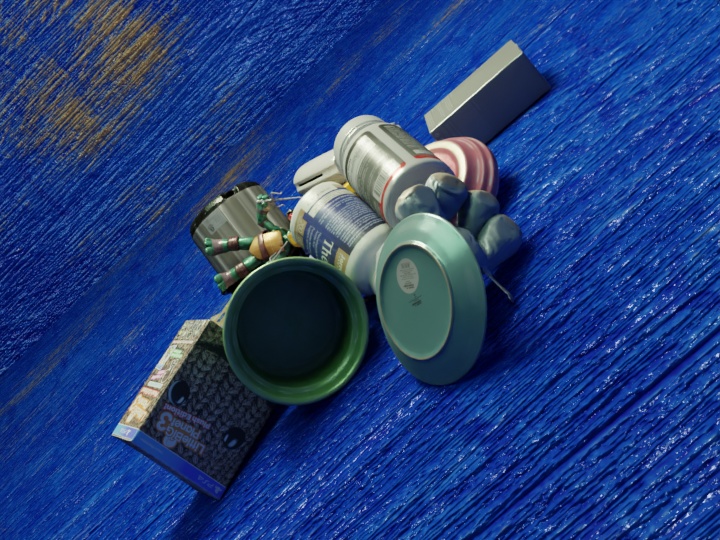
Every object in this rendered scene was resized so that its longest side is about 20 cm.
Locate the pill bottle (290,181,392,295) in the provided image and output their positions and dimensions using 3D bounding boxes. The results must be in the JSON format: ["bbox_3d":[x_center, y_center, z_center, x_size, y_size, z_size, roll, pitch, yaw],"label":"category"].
[{"bbox_3d":[-0.001,-0.035,1.326,0.111,0.111,0.200,-47,55,-6],"label":"pill bottle"}]

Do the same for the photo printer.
[{"bbox_3d":[-0.027,-0.210,1.805,0.199,0.070,0.166,-31,8,-35],"label":"photo printer"}]

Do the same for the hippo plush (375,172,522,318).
[{"bbox_3d":[0.106,-0.005,1.170,0.158,0.201,0.161,-8,-29,-35],"label":"hippo plush"}]

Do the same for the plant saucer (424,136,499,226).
[{"bbox_3d":[0.109,-0.111,1.351,0.200,0.051,0.202,-29,47,35],"label":"plant saucer"}]

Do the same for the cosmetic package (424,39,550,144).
[{"bbox_3d":[0.207,-0.279,1.539,0.200,0.090,0.107,-37,21,16],"label":"cosmetic package"}]

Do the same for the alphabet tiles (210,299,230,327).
[{"bbox_3d":[-0.233,0.098,1.609,0.199,0.006,0.167,-23,30,49],"label":"alphabet tiles"}]

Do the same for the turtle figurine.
[{"bbox_3d":[-0.170,-0.043,1.634,0.199,0.101,0.151,-22,64,14],"label":"turtle figurine"}]

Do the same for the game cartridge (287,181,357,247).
[{"bbox_3d":[-0.016,-0.110,1.603,0.200,0.033,0.176,-39,-13,15],"label":"game cartridge"}]

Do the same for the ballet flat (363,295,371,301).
[{"bbox_3d":[0.000,0.000,1.425,0.068,0.068,0.201,-21,31,53],"label":"ballet flat"}]

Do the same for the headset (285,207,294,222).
[{"bbox_3d":[-0.053,-0.126,1.749,0.200,0.094,0.123,-44,15,-32],"label":"headset"}]

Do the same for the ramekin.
[{"bbox_3d":[-0.094,0.078,1.283,0.200,0.200,0.098,-47,12,-5],"label":"ramekin"}]

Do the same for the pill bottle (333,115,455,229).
[{"bbox_3d":[0.044,-0.139,1.309,0.114,0.114,0.200,-44,39,3],"label":"pill bottle"}]

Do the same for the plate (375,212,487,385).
[{"bbox_3d":[0.070,0.035,1.069,0.025,0.202,0.200,-8,-4,-34],"label":"plate"}]

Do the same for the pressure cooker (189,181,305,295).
[{"bbox_3d":[-0.208,-0.045,1.772,0.178,0.200,0.176,-33,-12,-35],"label":"pressure cooker"}]

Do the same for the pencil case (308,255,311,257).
[{"bbox_3d":[-0.049,0.008,1.492,0.090,0.083,0.201,-13,35,36],"label":"pencil case"}]

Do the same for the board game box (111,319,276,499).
[{"bbox_3d":[-0.228,0.197,1.337,0.097,0.159,0.201,-7,48,60],"label":"board game box"}]
